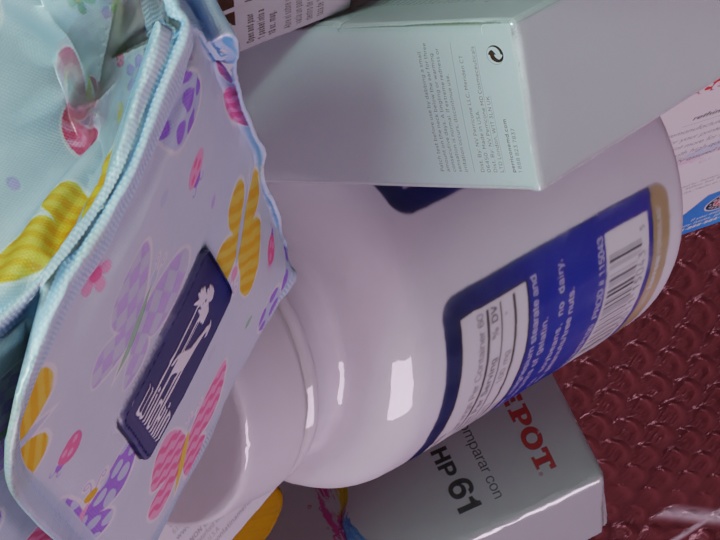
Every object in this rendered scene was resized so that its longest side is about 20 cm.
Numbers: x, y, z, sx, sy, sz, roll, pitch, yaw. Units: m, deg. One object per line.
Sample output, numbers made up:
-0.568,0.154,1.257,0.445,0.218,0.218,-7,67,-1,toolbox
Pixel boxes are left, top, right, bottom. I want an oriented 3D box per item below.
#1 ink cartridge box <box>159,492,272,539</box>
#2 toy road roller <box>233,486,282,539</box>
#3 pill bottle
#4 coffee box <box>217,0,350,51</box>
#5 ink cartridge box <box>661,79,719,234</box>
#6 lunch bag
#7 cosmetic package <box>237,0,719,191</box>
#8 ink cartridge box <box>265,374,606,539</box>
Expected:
-0.093,0.015,0.860,0.162,0.050,0.200,-49,127,-30,ink cartridge box
-0.117,0.039,0.961,0.200,0.123,0.146,-10,142,-35,toy road roller
0.000,0.000,0.834,0.200,0.120,0.120,-27,164,-42,pill bottle
-0.115,-0.093,0.662,0.200,0.114,0.080,-23,159,-10,coffee box
0.124,-0.081,1.027,0.116,0.067,0.200,-18,157,-22,ink cartridge box
-0.109,0.018,0.605,0.200,0.127,0.170,-30,161,-8,lunch bag
0.042,-0.080,0.778,0.151,0.052,0.200,6,-155,38,cosmetic package
-0.010,0.082,1.141,0.200,0.145,0.085,-24,157,-6,ink cartridge box
